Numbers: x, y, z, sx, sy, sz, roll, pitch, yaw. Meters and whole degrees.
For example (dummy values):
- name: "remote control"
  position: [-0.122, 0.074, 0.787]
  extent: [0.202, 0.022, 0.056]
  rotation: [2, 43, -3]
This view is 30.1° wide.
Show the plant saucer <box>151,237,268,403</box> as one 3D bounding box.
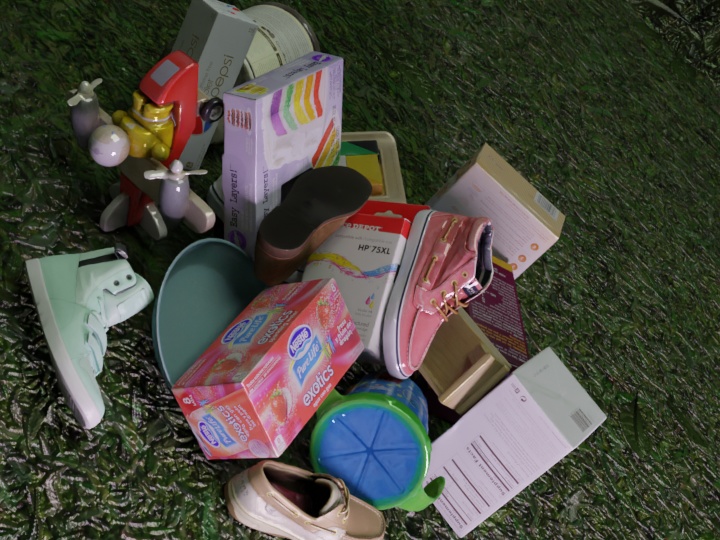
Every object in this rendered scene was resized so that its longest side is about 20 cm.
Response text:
- name: "plant saucer"
  position: [-0.162, 0.067, 1.439]
  extent: [0.199, 0.036, 0.202]
  rotation: [15, 72, -53]

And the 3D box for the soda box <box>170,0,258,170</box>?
- name: "soda box"
  position: [-0.200, -0.227, 1.628]
  extent: [0.063, 0.201, 0.068]
  rotation: [9, 23, -41]

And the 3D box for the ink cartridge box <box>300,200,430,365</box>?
- name: "ink cartridge box"
  position: [0.000, 0.000, 1.559]
  extent: [0.067, 0.115, 0.202]
  rotation: [42, 60, -57]

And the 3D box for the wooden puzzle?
- name: "wooden puzzle"
  position: [-0.037, -0.128, 1.752]
  extent: [0.183, 0.038, 0.201]
  rotation: [-2, 36, -3]

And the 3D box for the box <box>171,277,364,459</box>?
- name: "box"
  position: [-0.094, 0.102, 1.412]
  extent: [0.200, 0.102, 0.095]
  rotation: [-49, 122, -47]

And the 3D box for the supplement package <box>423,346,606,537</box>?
- name: "supplement package"
  position: [0.170, 0.203, 1.575]
  extent: [0.110, 0.200, 0.113]
  rotation: [51, 33, 10]

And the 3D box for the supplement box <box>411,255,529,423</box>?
- name: "supplement box"
  position: [0.135, 0.081, 1.741]
  extent: [0.103, 0.131, 0.201]
  rotation: [25, 37, -26]

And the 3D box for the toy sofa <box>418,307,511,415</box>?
- name: "toy sofa"
  position: [0.086, 0.071, 1.595]
  extent: [0.200, 0.083, 0.098]
  rotation: [51, 8, 26]

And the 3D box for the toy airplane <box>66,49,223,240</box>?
- name: "toy airplane"
  position: [-0.249, -0.127, 1.475]
  extent: [0.141, 0.199, 0.201]
  rotation: [-5, 85, -55]

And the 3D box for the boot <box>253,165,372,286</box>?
- name: "boot"
  position: [-0.059, -0.054, 1.516]
  extent: [0.073, 0.076, 0.200]
  rotation: [35, 44, 13]

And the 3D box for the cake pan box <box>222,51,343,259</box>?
- name: "cake pan box"
  position: [-0.087, -0.130, 1.525]
  extent: [0.052, 0.202, 0.184]
  rotation: [18, 29, 28]

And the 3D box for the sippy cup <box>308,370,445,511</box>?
- name: "sippy cup"
  position: [0.021, 0.180, 1.510]
  extent: [0.130, 0.138, 0.180]
  rotation: [-57, 143, -68]

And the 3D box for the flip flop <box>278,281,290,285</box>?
- name: "flip flop"
  position: [-0.097, 0.045, 1.580]
  extent: [0.081, 0.058, 0.199]
  rotation: [53, 33, 12]

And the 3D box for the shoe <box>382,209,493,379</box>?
- name: "shoe"
  position: [0.091, 0.028, 1.511]
  extent: [0.071, 0.090, 0.202]
  rotation: [40, 60, -56]

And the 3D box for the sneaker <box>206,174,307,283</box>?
- name: "sneaker"
  position: [-0.116, -0.060, 1.621]
  extent: [0.200, 0.071, 0.073]
  rotation: [45, 25, 28]

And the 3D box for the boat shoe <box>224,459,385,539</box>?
- name: "boat shoe"
  position: [-0.045, 0.249, 1.402]
  extent: [0.199, 0.066, 0.074]
  rotation: [20, 40, -34]

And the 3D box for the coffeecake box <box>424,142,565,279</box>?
- name: "coffeecake box"
  position: [0.157, -0.047, 1.842]
  extent: [0.153, 0.200, 0.073]
  rotation: [41, 31, -7]

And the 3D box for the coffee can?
- name: "coffee can"
  position: [-0.159, -0.266, 1.775]
  extent: [0.146, 0.146, 0.200]
  rotation: [46, 32, 2]

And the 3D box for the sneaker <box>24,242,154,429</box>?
- name: "sneaker"
  position: [-0.255, 0.056, 1.329]
  extent: [0.117, 0.074, 0.201]
  rotation: [-15, 57, -15]
